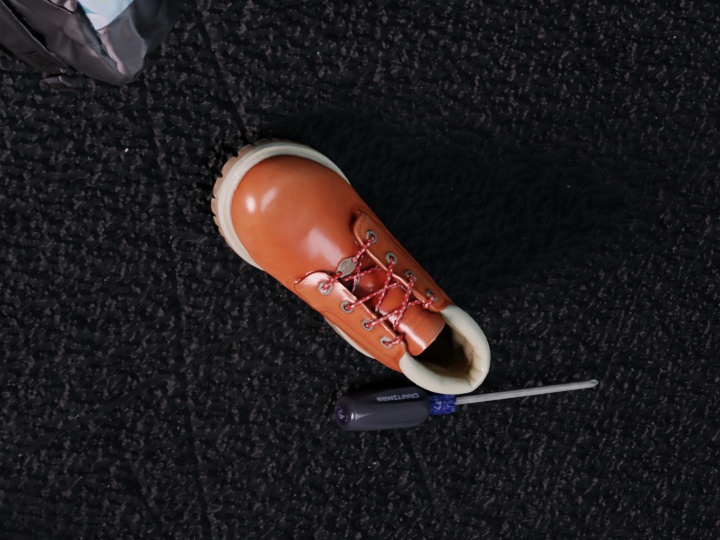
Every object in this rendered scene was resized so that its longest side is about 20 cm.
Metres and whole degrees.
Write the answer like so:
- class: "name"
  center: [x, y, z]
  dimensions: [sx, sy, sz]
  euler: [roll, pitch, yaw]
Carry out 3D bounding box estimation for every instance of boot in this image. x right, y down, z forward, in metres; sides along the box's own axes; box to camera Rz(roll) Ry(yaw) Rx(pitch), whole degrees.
- class: "boot"
  center: [0.000, 0.000, 1.683]
  dimensions: [0.075, 0.107, 0.200]
  euler: [-50, 132, -2]

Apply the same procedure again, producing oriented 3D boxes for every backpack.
- class: "backpack"
  center: [-0.179, -0.200, 1.416]
  dimensions: [0.200, 0.163, 0.154]
  euler: [38, 80, -36]

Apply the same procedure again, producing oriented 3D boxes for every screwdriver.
- class: "screwdriver"
  center: [0.071, 0.080, 1.828]
  dimensions: [0.200, 0.029, 0.028]
  euler: [-3, 115, -31]
